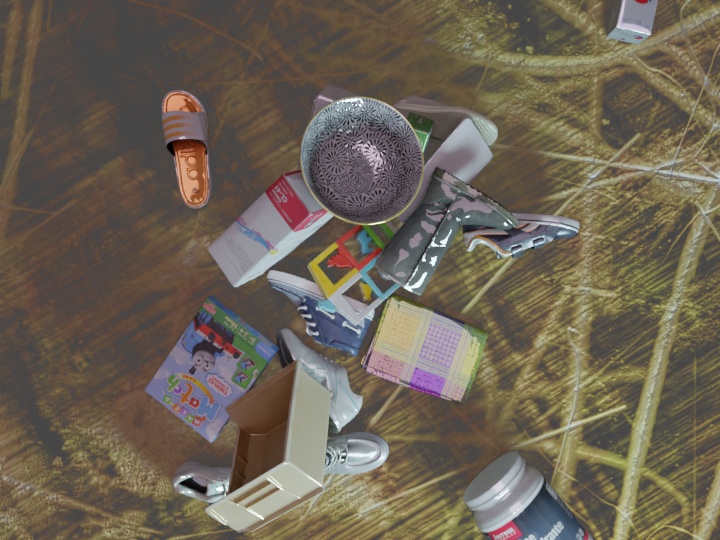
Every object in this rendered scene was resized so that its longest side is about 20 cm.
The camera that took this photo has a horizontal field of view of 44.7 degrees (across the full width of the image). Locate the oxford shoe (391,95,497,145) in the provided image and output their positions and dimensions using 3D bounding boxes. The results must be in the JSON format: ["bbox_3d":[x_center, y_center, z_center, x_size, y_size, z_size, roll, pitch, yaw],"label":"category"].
[{"bbox_3d":[0.142,-0.262,1.517,0.196,0.058,0.076,11,129,0],"label":"oxford shoe"}]

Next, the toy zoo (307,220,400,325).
[{"bbox_3d":[0.000,0.000,1.495,0.199,0.020,0.132,-39,89,-23],"label":"toy zoo"}]

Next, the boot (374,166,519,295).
[{"bbox_3d":[0.143,-0.047,1.457,0.180,0.073,0.202,29,96,2],"label":"boot"}]

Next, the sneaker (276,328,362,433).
[{"bbox_3d":[-0.074,0.180,1.516,0.080,0.071,0.201,-32,81,-27],"label":"sneaker"}]

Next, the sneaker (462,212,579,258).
[{"bbox_3d":[0.273,-0.058,1.503,0.196,0.078,0.081,5,84,12],"label":"sneaker"}]

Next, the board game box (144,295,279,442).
[{"bbox_3d":[-0.257,0.171,1.513,0.150,0.037,0.201,36,100,1],"label":"board game box"}]

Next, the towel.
[{"bbox_3d":[0.111,0.137,1.529,0.197,0.023,0.146,19,89,0],"label":"towel"}]

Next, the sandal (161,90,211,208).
[{"bbox_3d":[-0.299,-0.215,1.521,0.078,0.059,0.211,-11,89,0],"label":"sandal"}]

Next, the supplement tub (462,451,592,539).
[{"bbox_3d":[0.279,0.421,1.463,0.140,0.140,0.201,-40,89,0],"label":"supplement tub"}]

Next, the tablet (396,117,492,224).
[{"bbox_3d":[0.141,-0.152,1.489,0.201,0.130,0.014,-50,53,-1],"label":"tablet"}]

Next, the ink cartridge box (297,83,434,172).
[{"bbox_3d":[0.008,-0.210,1.479,0.197,0.085,0.148,20,118,1],"label":"ink cartridge box"}]

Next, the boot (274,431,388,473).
[{"bbox_3d":[-0.049,0.321,1.491,0.196,0.096,0.075,-6,89,1],"label":"boot"}]

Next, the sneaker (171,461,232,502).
[{"bbox_3d":[-0.227,0.372,1.495,0.196,0.080,0.072,3,87,-1],"label":"sneaker"}]

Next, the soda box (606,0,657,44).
[{"bbox_3d":[0.482,-0.502,1.509,0.062,0.068,0.204,12,90,1],"label":"soda box"}]

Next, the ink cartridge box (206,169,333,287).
[{"bbox_3d":[-0.136,-0.075,1.438,0.199,0.147,0.086,-38,87,26],"label":"ink cartridge box"}]

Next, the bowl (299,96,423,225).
[{"bbox_3d":[-0.006,-0.163,1.385,0.197,0.094,0.205,2,80,-13],"label":"bowl"}]

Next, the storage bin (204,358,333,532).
[{"bbox_3d":[-0.146,0.284,1.397,0.197,0.202,0.093,-34,122,28],"label":"storage bin"}]

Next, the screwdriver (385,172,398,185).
[{"bbox_3d":[0.008,-0.139,1.454,0.196,0.028,0.030,-10,104,20],"label":"screwdriver"}]

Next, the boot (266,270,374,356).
[{"bbox_3d":[-0.080,0.073,1.506,0.197,0.073,0.092,22,84,0],"label":"boot"}]
